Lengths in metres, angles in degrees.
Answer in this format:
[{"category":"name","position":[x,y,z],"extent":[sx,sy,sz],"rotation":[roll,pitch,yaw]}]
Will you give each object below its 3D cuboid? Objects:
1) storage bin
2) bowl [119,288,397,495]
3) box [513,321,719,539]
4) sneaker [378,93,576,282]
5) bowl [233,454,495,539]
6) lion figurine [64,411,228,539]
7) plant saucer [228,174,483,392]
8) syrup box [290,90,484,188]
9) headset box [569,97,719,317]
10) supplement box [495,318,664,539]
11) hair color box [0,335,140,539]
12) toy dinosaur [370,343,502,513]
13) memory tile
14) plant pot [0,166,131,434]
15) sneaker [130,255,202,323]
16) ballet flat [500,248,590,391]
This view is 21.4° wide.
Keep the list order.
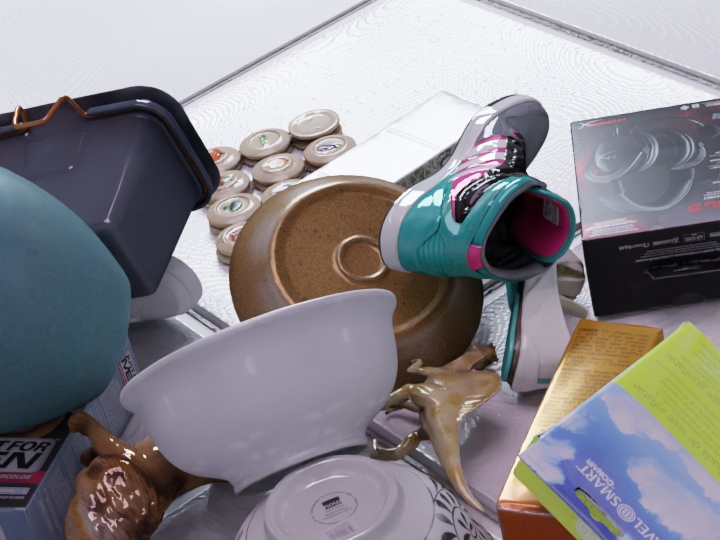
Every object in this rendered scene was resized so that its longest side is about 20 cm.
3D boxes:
[{"category":"storage bin","position":[-0.231,-0.050,1.495],"extent":[0.199,0.146,0.135],"rotation":[-9,43,22]},{"category":"bowl","position":[-0.054,0.092,1.276],"extent":[0.200,0.201,0.091],"rotation":[-21,78,-5]},{"category":"box","position":[0.189,0.123,1.195],"extent":[0.122,0.048,0.200],"rotation":[44,46,16]},{"category":"sneaker","position":[0.115,-0.059,1.418],"extent":[0.120,0.084,0.200],"rotation":[15,48,35]},{"category":"bowl","position":[-0.010,0.182,1.221],"extent":[0.199,0.095,0.201],"rotation":[-11,33,7]},{"category":"lion figurine","position":[-0.130,0.138,1.356],"extent":[0.199,0.073,0.122],"rotation":[-26,42,-24]},{"category":"plant saucer","position":[0.000,0.000,1.450],"extent":[0.199,0.036,0.201],"rotation":[5,57,-7]},{"category":"syrup box","position":[0.028,-0.063,1.580],"extent":[0.200,0.079,0.081],"rotation":[-34,38,-26]},{"category":"headset box","position":[0.244,-0.047,1.477],"extent":[0.148,0.078,0.200],"rotation":[-8,32,9]},{"category":"supplement box","position":[0.154,0.118,1.277],"extent":[0.068,0.067,0.200],"rotation":[2,37,23]},{"category":"hair color box","position":[-0.245,0.130,1.418],"extent":[0.098,0.061,0.200],"rotation":[-1,35,19]},{"category":"toy dinosaur","position":[0.051,0.098,1.340],"extent":[0.101,0.058,0.200],"rotation":[-14,25,17]},{"category":"memory tile","position":[-0.070,-0.079,1.700],"extent":[0.152,0.017,0.200],"rotation":[-18,33,-5]},{"category":"plant pot","position":[-0.243,0.031,1.365],"extent":[0.134,0.201,0.200],"rotation":[14,25,-22]},{"category":"sneaker","position":[-0.230,0.039,1.548],"extent":[0.199,0.074,0.116],"rotation":[0,39,33]},{"category":"ballet flat","position":[0.141,0.021,1.439],"extent":[0.069,0.070,0.201],"rotation":[-7,38,11]}]
